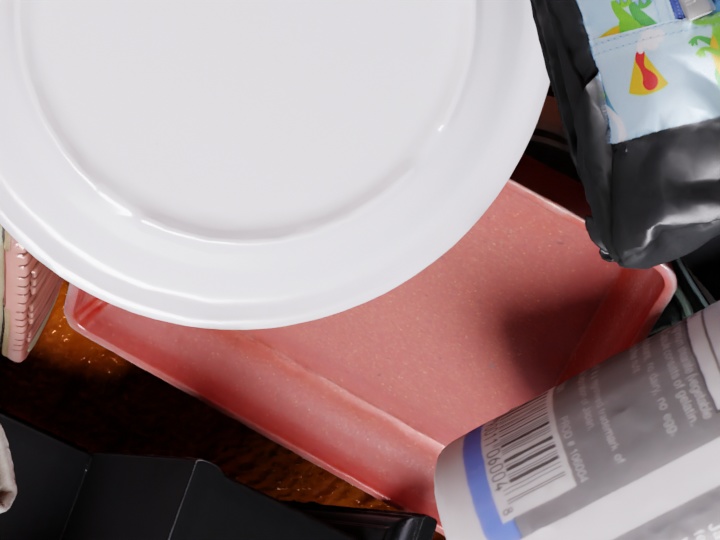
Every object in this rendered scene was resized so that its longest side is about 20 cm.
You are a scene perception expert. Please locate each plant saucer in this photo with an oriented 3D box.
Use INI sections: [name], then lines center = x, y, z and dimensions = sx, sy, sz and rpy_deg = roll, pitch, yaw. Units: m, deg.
[plant saucer]
center = 0.000, 0.000, 0.878
dimensions = 0.199, 0.037, 0.200
rpy_deg = 29, 142, 5

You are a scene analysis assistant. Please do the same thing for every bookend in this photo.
[bookend]
center = -0.114, 0.097, 0.943
dimensions = 0.200, 0.092, 0.198
rpy_deg = 28, 163, -29

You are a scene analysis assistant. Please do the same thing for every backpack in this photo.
[backpack]
center = 0.096, -0.121, 0.670
dimensions = 0.153, 0.201, 0.163
rpy_deg = -27, 178, 22

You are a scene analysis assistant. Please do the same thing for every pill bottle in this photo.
[pill bottle]
center = 0.135, 0.063, 0.786
dimensions = 0.200, 0.114, 0.114
rpy_deg = -28, 134, 13

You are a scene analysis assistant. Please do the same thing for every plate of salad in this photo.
[plate of salad]
center = -0.037, -0.082, 0.761
dimensions = 0.199, 0.048, 0.201
rpy_deg = -2, 101, -9

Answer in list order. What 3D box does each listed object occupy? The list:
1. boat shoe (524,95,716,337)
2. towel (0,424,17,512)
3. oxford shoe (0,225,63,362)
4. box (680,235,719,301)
[boat shoe]
center = 0.090, 0.008, 0.914
dimensions = 0.071, 0.064, 0.200
rpy_deg = -23, 135, 26
[towel]
center = -0.210, 0.015, 0.863
dimensions = 0.132, 0.034, 0.201
rpy_deg = -26, 91, 34
[oxford shoe]
center = -0.137, -0.051, 0.854
dimensions = 0.074, 0.071, 0.200
rpy_deg = 11, 132, 8
[box]
center = 0.197, -0.040, 0.836
dimensions = 0.163, 0.086, 0.200
rpy_deg = -22, 135, 25
